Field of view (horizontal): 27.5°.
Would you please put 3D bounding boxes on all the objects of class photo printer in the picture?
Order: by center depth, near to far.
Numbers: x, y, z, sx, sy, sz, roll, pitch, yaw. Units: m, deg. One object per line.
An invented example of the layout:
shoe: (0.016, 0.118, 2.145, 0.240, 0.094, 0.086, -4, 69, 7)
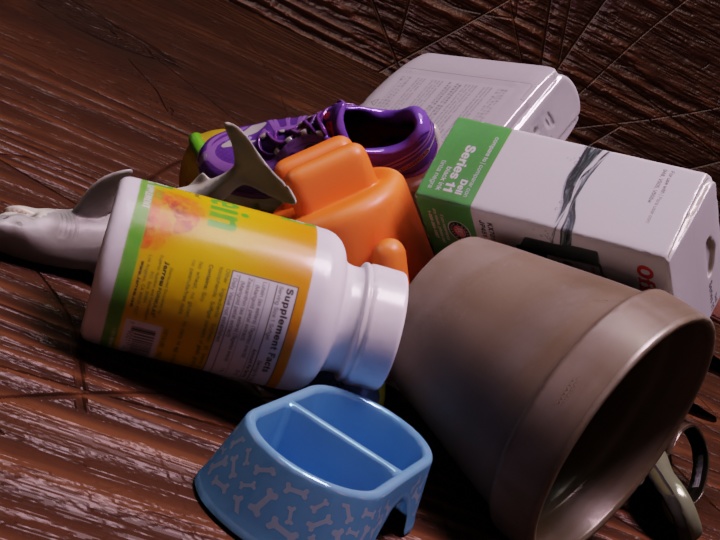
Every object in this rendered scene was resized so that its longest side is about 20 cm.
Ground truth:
photo printer: (0.069, -0.115, 1.286, 0.200, 0.167, 0.070, 15, -33, 45)

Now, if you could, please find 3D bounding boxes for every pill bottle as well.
pill bottle: (-0.074, 0.016, 0.970, 0.199, 0.111, 0.111, 15, 15, -10)

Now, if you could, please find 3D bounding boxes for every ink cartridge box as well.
ink cartridge box: (0.157, -0.020, 1.087, 0.199, 0.083, 0.147, 16, -30, 28)

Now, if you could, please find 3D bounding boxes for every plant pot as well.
plant pot: (0.114, 0.070, 1.010, 0.173, 0.200, 0.200, 35, 15, 26)

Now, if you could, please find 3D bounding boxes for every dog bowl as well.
dog bowl: (-0.020, 0.119, 0.889, 0.111, 0.050, 0.200, 31, 13, 15)

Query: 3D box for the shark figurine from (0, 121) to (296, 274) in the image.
shark figurine: (-0.152, -0.023, 1.062, 0.128, 0.214, 0.090, 86, -13, -73)

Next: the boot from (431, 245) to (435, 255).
boot: (0.091, 0.009, 1.302, 0.168, 0.077, 0.200, -14, 16, -5)

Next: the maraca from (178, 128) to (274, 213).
maraca: (-0.084, -0.043, 1.268, 0.200, 0.107, 0.137, 50, 5, 21)

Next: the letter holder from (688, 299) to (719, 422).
letter holder: (0.258, 0.060, 1.243, 0.200, 0.101, 0.142, 23, 10, -33)

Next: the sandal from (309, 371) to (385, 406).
sandal: (-0.063, 0.046, 1.068, 0.087, 0.080, 0.200, -32, 61, -31)

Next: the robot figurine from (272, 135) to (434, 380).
robot figurine: (0.000, 0.001, 1.130, 0.144, 0.201, 0.117, -5, 25, 39)

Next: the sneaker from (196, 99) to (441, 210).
sneaker: (-0.036, -0.106, 1.182, 0.199, 0.081, 0.084, -7, -28, 4)

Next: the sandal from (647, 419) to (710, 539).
sandal: (0.266, 0.161, 1.229, 0.080, 0.057, 0.201, 60, 9, -19)

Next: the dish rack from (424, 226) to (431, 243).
dish rack: (0.131, -0.071, 1.333, 0.171, 0.044, 0.200, -5, 31, -15)
